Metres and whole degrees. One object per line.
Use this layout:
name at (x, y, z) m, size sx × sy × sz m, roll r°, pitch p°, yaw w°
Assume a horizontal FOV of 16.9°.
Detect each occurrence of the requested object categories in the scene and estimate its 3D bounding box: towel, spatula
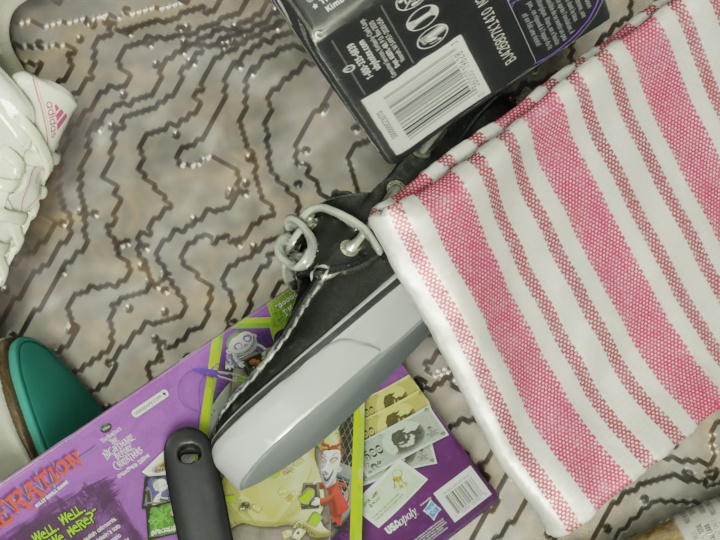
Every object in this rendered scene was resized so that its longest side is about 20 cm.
towel at (0.113, -0.013, 0.924) m, size 0.200 × 0.030 × 0.146 m, roll -36°, pitch 102°, yaw -20°
spatula at (-0.046, 0.151, 0.886) m, size 0.056 × 0.021 × 0.200 m, roll -9°, pitch 72°, yaw -7°

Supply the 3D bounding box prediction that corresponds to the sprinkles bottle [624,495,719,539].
sprinkles bottle at (0.158, 0.115, 0.943) m, size 0.200 × 0.068 × 0.068 m, roll -24°, pitch 86°, yaw 1°

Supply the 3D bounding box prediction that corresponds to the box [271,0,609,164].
box at (-0.010, -0.160, 0.912) m, size 0.106 × 0.122 × 0.200 m, roll -34°, pitch 64°, yaw 1°

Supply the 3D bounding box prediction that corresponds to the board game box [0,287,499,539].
board game box at (-0.055, 0.096, 0.933) m, size 0.200 × 0.032 × 0.120 m, roll -34°, pitch 89°, yaw -27°

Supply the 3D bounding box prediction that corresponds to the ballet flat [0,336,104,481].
ballet flat at (-0.103, 0.121, 0.964) m, size 0.069 × 0.069 × 0.200 m, roll -37°, pitch 86°, yaw 0°

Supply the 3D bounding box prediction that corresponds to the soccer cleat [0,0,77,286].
soccer cleat at (-0.156, -0.035, 0.966) m, size 0.086 × 0.070 × 0.200 m, roll -3°, pitch 86°, yaw 6°

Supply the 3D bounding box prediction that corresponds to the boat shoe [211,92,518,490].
boat shoe at (0.001, -0.001, 0.934) m, size 0.068 × 0.074 × 0.199 m, roll 41°, pitch 69°, yaw 8°
